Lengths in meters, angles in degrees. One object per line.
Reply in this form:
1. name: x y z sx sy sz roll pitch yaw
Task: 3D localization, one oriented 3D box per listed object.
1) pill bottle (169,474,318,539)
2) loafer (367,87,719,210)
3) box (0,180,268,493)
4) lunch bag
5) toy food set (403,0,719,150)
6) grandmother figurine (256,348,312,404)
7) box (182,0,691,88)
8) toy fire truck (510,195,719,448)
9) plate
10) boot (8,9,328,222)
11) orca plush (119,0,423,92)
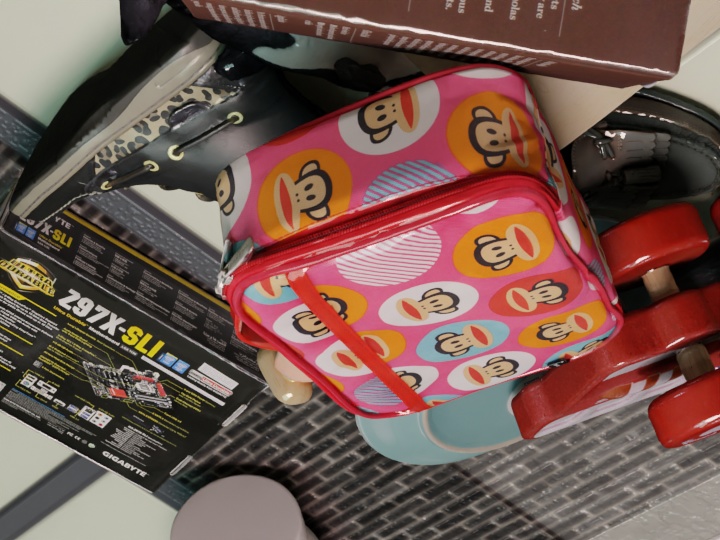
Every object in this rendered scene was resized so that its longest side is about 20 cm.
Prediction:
1. pill bottle: -0.072 0.249 1.149 0.112 0.114 0.201 1 134 12
2. loafer: 0.097 -0.061 0.834 0.198 0.063 0.072 10 134 4
3. box: -0.176 0.050 1.023 0.199 0.050 0.160 31 131 -17
4. lunch bag: 0.019 -0.002 0.722 0.175 0.083 0.200 -18 152 14
5. toy food set: 0.096 -0.155 0.724 0.200 0.061 0.143 -38 114 26
6. grandmother figurine: 0.000 0.000 0.846 0.120 0.061 0.200 -11 150 -32
7. box: 0.029 -0.126 0.640 0.198 0.100 0.076 11 94 -3
8. toy fire truck: 0.190 0.031 0.857 0.198 0.113 0.168 -18 166 -18
9. plate: 0.090 0.050 0.897 0.199 0.026 0.201 -20 141 -17
10. boot: -0.092 -0.052 0.884 0.153 0.074 0.203 36 133 -25
11. orca plush: -0.048 -0.109 0.762 0.071 0.199 0.106 -46 70 31
